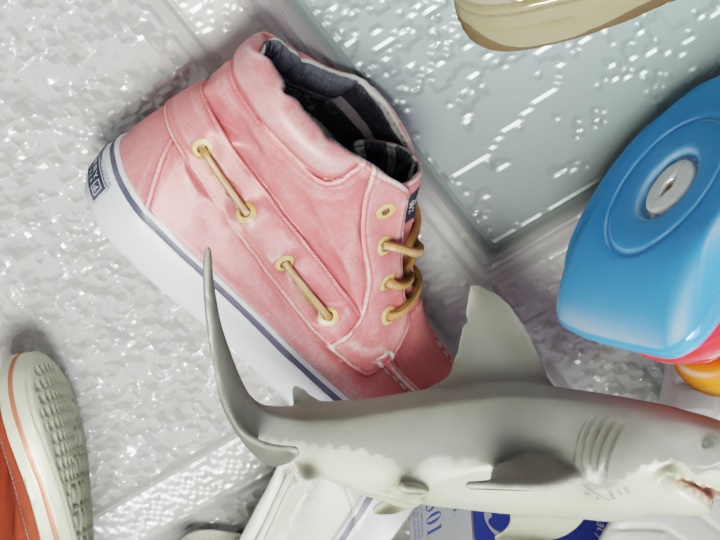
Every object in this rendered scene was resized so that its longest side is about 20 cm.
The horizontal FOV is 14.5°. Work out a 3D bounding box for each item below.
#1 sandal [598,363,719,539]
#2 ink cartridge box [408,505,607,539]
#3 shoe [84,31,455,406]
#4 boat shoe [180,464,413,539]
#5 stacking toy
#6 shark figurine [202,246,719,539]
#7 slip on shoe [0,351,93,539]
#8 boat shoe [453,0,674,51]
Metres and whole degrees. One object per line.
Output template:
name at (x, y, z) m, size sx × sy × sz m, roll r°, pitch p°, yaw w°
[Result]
sandal at (0.130, 0.087, 1.078) m, size 0.082 × 0.050 × 0.204 m, roll 23°, pitch 78°, yaw -14°
ink cartridge box at (0.069, 0.161, 1.081) m, size 0.094 × 0.201 × 0.044 m, roll 28°, pitch 126°, yaw -25°
shoe at (0.000, 0.000, 1.036) m, size 0.091 × 0.072 × 0.200 m, roll -38°, pitch 119°, yaw 23°
boat shoe at (-0.048, 0.134, 1.141) m, size 0.070 × 0.071 × 0.200 m, roll 36°, pitch 123°, yaw 3°
stacking toy at (0.180, 0.026, 1.032) m, size 0.200 × 0.110 × 0.116 m, roll 38°, pitch 82°, yaw -22°
shark figurine at (0.027, 0.043, 1.005) m, size 0.213 × 0.090 × 0.128 m, roll 9°, pitch 163°, yaw -20°
slip on shoe at (-0.134, 0.116, 1.109) m, size 0.061 × 0.074 × 0.201 m, roll 0°, pitch 131°, yaw -3°
boat shoe at (0.119, -0.134, 0.953) m, size 0.199 × 0.071 × 0.065 m, roll -19°, pitch 127°, yaw 9°
